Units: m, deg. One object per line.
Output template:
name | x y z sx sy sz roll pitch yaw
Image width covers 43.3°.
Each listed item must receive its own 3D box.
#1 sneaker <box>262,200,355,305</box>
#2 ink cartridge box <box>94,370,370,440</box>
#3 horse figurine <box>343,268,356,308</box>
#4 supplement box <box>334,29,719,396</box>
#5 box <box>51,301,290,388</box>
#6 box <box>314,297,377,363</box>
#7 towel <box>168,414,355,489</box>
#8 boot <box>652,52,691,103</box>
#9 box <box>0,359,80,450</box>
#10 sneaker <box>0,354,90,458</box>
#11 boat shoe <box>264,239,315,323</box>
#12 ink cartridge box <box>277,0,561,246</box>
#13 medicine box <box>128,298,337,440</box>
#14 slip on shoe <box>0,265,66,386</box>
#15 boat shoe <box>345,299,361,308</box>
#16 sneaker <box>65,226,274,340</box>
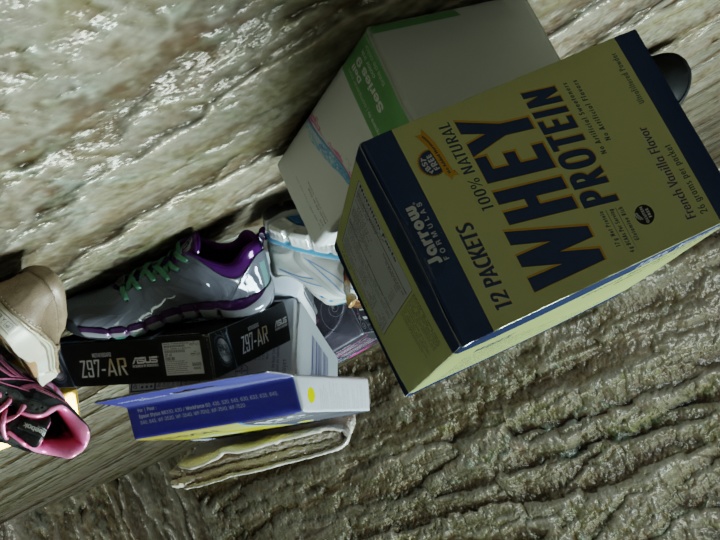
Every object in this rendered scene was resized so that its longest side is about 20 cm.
sneaker | 0.000 0.000 0.864 0.075 0.199 0.087 -51 154 -50
ink cartridge box | -0.119 0.136 0.894 0.197 0.047 0.200 -13 169 25
horse figurine | 0.046 -0.033 0.806 0.199 0.133 0.050 -5 141 -17
supplement box | 0.102 -0.027 0.622 0.199 0.135 0.200 -24 168 -12
box | -0.193 0.074 0.912 0.199 0.044 0.160 -6 -173 23
box | -0.071 0.069 1.238 0.199 0.133 0.115 -31 167 25
towel | -0.104 0.192 1.000 0.199 0.035 0.133 -15 180 4
boot | 0.255 -0.178 0.965 0.198 0.074 0.162 -29 167 19
box | -0.389 0.144 0.874 0.199 0.042 0.119 -20 -154 -40
sneaker | -0.309 0.114 0.777 0.079 0.095 0.200 -59 144 -6
boat shoe | -0.088 0.006 1.040 0.071 0.068 0.200 -3 153 12
ink cartridge box | 0.040 -0.108 0.693 0.145 0.088 0.200 -21 167 -28
medicine box | -0.144 0.124 1.082 0.199 0.104 0.182 -6 152 12
slip on shoe | -0.272 0.043 0.753 0.061 0.076 0.200 -46 176 -20
boat shoe | 0.004 0.014 1.074 0.072 0.068 0.200 -48 156 -2
sneaker | -0.181 0.003 0.845 0.199 0.075 0.088 -10 125 -13
